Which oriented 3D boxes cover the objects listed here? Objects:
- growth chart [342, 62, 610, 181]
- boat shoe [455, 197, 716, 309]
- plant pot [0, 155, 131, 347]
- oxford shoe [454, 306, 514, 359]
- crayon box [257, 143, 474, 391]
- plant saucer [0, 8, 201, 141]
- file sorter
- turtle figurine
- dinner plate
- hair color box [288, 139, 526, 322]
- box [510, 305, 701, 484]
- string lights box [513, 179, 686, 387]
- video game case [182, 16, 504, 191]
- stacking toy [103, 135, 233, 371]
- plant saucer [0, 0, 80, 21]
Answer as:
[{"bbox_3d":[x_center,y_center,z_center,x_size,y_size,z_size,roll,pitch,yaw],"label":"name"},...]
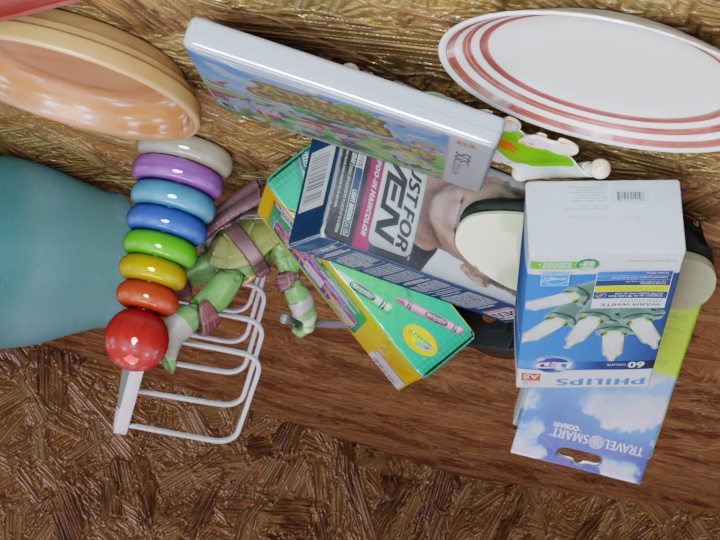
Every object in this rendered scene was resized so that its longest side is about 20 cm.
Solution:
[{"bbox_3d":[0.059,-0.098,1.043,0.199,0.018,0.145,20,175,-12],"label":"growth chart"},{"bbox_3d":[0.166,-0.021,1.165,0.200,0.063,0.074,9,135,-10],"label":"boat shoe"},{"bbox_3d":[-0.323,-0.016,1.518,0.187,0.201,0.200,4,174,-24],"label":"plant pot"},{"bbox_3d":[0.089,0.041,1.376,0.199,0.073,0.084,20,166,-3],"label":"oxford shoe"},{"bbox_3d":[0.000,0.000,1.270,0.200,0.058,0.119,52,168,2],"label":"crayon box"},{"bbox_3d":[-0.209,-0.146,1.137,0.199,0.038,0.200,14,169,3],"label":"plant saucer"},{"bbox_3d":[-0.162,0.052,1.538,0.124,0.201,0.139,12,131,-10],"label":"file sorter"},{"bbox_3d":[-0.109,0.022,1.417,0.144,0.193,0.200,56,165,11],"label":"turtle figurine"},{"bbox_3d":[0.143,-0.113,0.900,0.199,0.024,0.200,13,169,3],"label":"dinner plate"},{"bbox_3d":[0.053,-0.037,1.182,0.199,0.101,0.060,19,164,-26],"label":"hair color box"},{"bbox_3d":[0.204,0.070,1.301,0.121,0.201,0.048,14,-157,2],"label":"box"},{"bbox_3d":[0.162,0.013,1.091,0.102,0.059,0.200,-1,150,3],"label":"string lights box"},{"bbox_3d":[-0.009,-0.103,1.013,0.199,0.022,0.182,19,175,3],"label":"video game case"},{"bbox_3d":[-0.171,-0.013,1.317,0.085,0.201,0.085,14,169,3],"label":"stacking toy"},{"bbox_3d":[-0.294,-0.207,0.944,0.199,0.037,0.199,23,165,-38],"label":"plant saucer"}]
